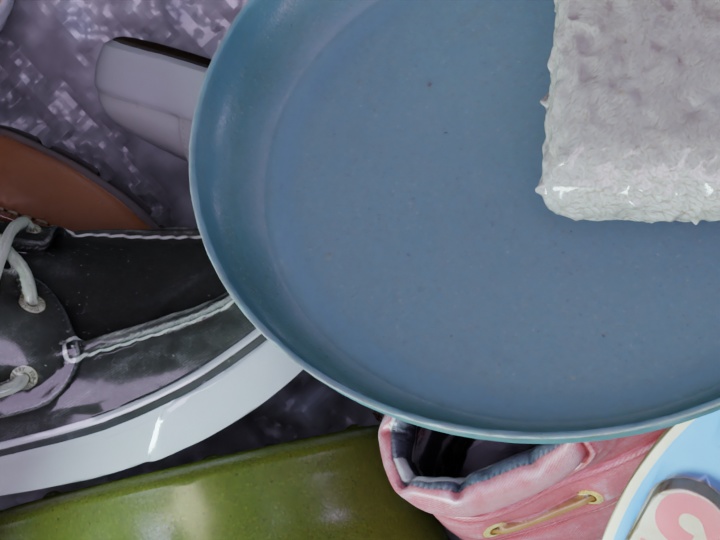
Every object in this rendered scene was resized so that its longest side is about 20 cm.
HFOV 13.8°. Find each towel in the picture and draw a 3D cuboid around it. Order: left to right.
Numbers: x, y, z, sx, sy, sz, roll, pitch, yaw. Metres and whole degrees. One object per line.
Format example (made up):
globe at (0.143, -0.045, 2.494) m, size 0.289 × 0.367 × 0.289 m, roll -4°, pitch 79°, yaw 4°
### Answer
towel at (0.117, -0.102, 0.781) m, size 0.132 × 0.034 × 0.200 m, roll 1°, pitch 66°, yaw 12°

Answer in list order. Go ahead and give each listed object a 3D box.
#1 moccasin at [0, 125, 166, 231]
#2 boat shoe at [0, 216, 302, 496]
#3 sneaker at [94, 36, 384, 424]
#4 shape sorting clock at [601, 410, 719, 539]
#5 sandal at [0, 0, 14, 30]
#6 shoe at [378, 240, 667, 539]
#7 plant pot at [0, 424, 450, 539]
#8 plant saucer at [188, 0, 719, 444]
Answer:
moccasin at (-0.152, -0.011, 0.894) m, size 0.201 × 0.074 × 0.078 m, roll 18°, pitch 53°, yaw 2°
boat shoe at (-0.104, 0.021, 0.824) m, size 0.200 × 0.071 × 0.064 m, roll -19°, pitch 127°, yaw 1°
sneaker at (0.000, 0.000, 0.893) m, size 0.200 × 0.073 × 0.085 m, roll 27°, pitch 95°, yaw 0°
shape sorting clock at (0.157, 0.106, 0.782) m, size 0.200 × 0.039 × 0.200 m, roll 7°, pitch 110°, yaw 18°
sandal at (-0.180, -0.060, 0.852) m, size 0.079 × 0.207 × 0.059 m, roll 29°, pitch 142°, yaw 19°
shoe at (0.098, 0.012, 0.817) m, size 0.200 × 0.091 × 0.072 m, roll -37°, pitch 63°, yaw 9°
plant pot at (-0.028, 0.150, 0.864) m, size 0.200 × 0.200 × 0.193 m, roll -13°, pitch 86°, yaw 6°
plant saucer at (0.054, -0.033, 0.793) m, size 0.200 × 0.027 × 0.200 m, roll -5°, pitch 53°, yaw 6°
